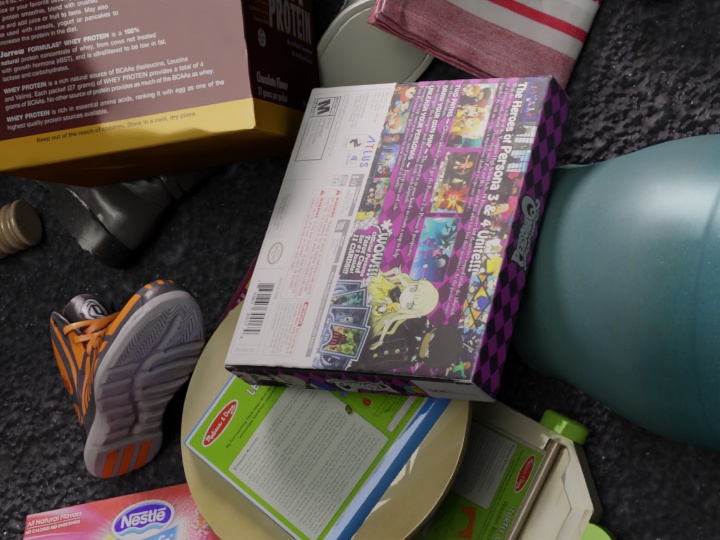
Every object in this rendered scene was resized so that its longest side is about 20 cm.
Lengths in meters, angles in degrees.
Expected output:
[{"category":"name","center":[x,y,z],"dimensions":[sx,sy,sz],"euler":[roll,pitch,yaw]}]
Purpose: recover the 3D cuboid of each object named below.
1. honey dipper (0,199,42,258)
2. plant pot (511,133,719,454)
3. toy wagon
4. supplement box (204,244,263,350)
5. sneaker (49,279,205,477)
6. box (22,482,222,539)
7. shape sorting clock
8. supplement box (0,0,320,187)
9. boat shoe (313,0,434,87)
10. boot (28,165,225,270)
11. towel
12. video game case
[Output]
[{"category":"honey dipper","center":[-0.337,-0.005,1.331],"dimensions":[0.199,0.038,0.038],"euler":[-21,72,24]},{"category":"plant pot","center":[0.194,0.011,1.008],"dimensions":[0.187,0.200,0.201],"euler":[7,82,39]},{"category":"toy wagon","center":[0.092,0.160,1.099],"dimensions":[0.199,0.040,0.156],"euler":[27,91,25]},{"category":"supplement box","center":[0.000,0.000,1.146],"dimensions":[0.110,0.086,0.201],"euler":[32,94,26]},{"category":"sneaker","center":[-0.173,0.049,1.178],"dimensions":[0.112,0.077,0.200],"euler":[61,143,28]},{"category":"box","center":[-0.125,0.210,1.139],"dimensions":[0.199,0.095,0.103],"euler":[-13,50,22]},{"category":"shape sorting clock","center":[-0.023,0.091,1.069],"dimensions":[0.199,0.039,0.201],"euler":[-6,73,20]},{"category":"supplement box","center":[-0.143,-0.173,1.149],"dimensions":[0.196,0.133,0.201],"euler":[-8,86,19]},{"category":"boat shoe","center":[0.030,-0.191,1.199],"dimensions":[0.200,0.073,0.062],"euler":[-51,21,14]},{"category":"boot","center":[-0.197,-0.109,1.276],"dimensions":[0.132,0.070,0.200],"euler":[-46,76,6]},{"category":"towel","center":[0.107,-0.227,1.140],"dimensions":[0.143,0.023,0.201],"euler":[23,89,-10]},{"category":"video game case","center":[0.022,-0.022,1.031],"dimensions":[0.181,0.036,0.201],"euler":[0,64,35]}]
